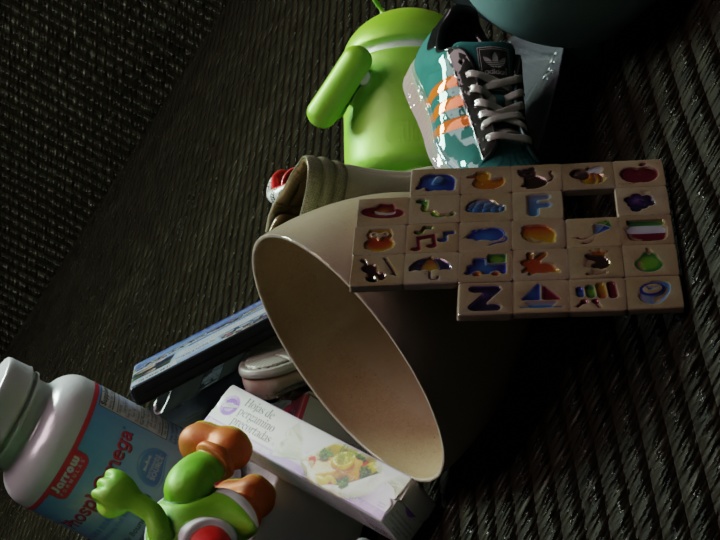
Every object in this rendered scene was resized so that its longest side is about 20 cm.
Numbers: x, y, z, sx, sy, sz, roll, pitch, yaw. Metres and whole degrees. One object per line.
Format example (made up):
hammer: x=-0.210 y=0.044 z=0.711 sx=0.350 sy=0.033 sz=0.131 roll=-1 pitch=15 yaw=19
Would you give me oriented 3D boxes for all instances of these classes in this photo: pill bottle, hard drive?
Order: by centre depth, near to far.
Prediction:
pill bottle: x=-0.200 y=0.148 z=1.402 sx=0.109 sy=0.200 sz=0.109 roll=-53 pitch=18 yaw=25
hard drive: x=0.132 y=-0.121 z=1.428 sx=0.135 sy=0.042 sz=0.200 roll=-42 pitch=25 yaw=49

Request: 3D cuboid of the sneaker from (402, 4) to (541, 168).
sneaker: x=0.086 y=-0.120 z=1.325 sx=0.080 sy=0.071 sz=0.200 roll=-68 pitch=31 yaw=31

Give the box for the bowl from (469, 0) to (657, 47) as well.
bowl: x=0.148 y=-0.244 z=1.369 sx=0.105 sy=0.200 sz=0.201 roll=108 pitch=179 yaw=-52

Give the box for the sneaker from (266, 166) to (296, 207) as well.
sneaker: x=-0.026 y=-0.035 z=1.506 sx=0.201 sy=0.067 sz=0.108 roll=-22 pitch=-80 yaw=-80

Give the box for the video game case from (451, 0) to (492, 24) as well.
video game case: x=0.117 y=-0.264 z=1.539 sx=0.200 sy=0.143 sz=0.019 roll=-22 pitch=43 yaw=66

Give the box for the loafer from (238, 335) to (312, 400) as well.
loafer: x=-0.028 y=0.071 z=1.457 sx=0.072 sy=0.063 sz=0.200 roll=-1 pitch=17 yaw=27

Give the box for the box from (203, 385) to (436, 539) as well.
box: x=-0.032 y=0.137 z=1.314 sx=0.200 sy=0.041 sz=0.039 roll=22 pitch=67 yaw=44

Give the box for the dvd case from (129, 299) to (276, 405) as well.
dvd case: x=-0.119 y=0.060 z=1.487 sx=0.142 sy=0.018 sz=0.200 roll=-27 pitch=4 yaw=-4

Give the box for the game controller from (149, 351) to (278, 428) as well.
game controller: x=-0.126 y=0.107 z=1.603 sx=0.200 sy=0.042 sz=0.104 roll=-29 pitch=23 yaw=42

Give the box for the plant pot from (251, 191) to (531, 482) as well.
plant pot: x=0.040 y=0.024 z=1.251 sx=0.134 sy=0.201 sz=0.200 roll=-35 pitch=7 yaw=-20

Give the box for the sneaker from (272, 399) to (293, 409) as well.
sneaker: x=-0.079 y=0.150 z=1.565 sx=0.201 sy=0.076 sz=0.115 roll=-56 pitch=14 yaw=9

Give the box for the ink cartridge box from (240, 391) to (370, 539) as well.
ink cartridge box: x=-0.075 y=0.203 z=1.442 sx=0.200 sy=0.083 sz=0.147 roll=-40 pitch=26 yaw=51

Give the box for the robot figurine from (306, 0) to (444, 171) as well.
robot figurine: x=0.043 y=-0.130 z=1.530 sx=0.116 sy=0.175 sz=0.201 roll=-21 pitch=63 yaw=42

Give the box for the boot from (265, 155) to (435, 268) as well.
boot: x=0.000 y=0.000 z=1.370 sx=0.072 sy=0.154 sz=0.200 roll=-112 pitch=32 yaw=-47

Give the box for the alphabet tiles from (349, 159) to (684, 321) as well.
alphabet tiles: x=0.095 y=-0.020 z=1.144 sx=0.167 sy=0.199 sz=0.008 roll=-84 pitch=-10 yaw=-55

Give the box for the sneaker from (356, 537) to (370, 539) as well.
sneaker: x=0.009 y=0.243 z=1.120 sx=0.112 sy=0.073 sz=0.200 roll=-59 pitch=17 yaw=3

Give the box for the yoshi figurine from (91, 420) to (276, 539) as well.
yoshi figurine: x=-0.146 y=0.200 z=1.266 sx=0.200 sy=0.112 sz=0.112 roll=-55 pitch=-8 yaw=-45
